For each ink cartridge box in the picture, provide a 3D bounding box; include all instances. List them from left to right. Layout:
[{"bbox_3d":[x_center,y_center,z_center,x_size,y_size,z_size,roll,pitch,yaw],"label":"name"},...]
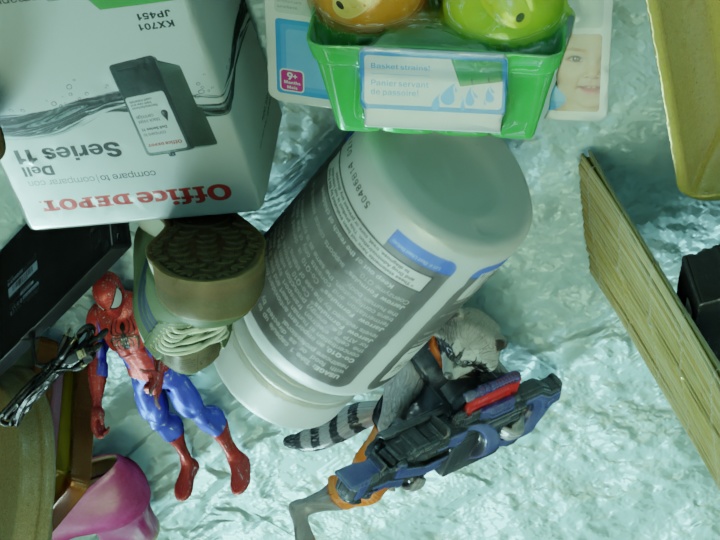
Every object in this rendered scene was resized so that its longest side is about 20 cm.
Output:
[{"bbox_3d":[-0.136,-0.122,1.146,0.145,0.084,0.201,-5,135,15],"label":"ink cartridge box"}]

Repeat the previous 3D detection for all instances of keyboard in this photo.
[{"bbox_3d":[-0.193,0.028,1.282,0.020,0.128,0.200,15,141,-34],"label":"keyboard"}]

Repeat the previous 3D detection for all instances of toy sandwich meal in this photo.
[{"bbox_3d":[-0.212,0.150,1.357,0.070,0.207,0.205,10,139,-28],"label":"toy sandwich meal"}]

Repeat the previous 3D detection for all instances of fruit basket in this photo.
[{"bbox_3d":[0.038,-0.161,1.075,0.183,0.094,0.201,4,133,5],"label":"fruit basket"}]

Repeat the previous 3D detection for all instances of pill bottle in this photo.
[{"bbox_3d":[0.000,0.000,1.228,0.113,0.114,0.200,27,133,-18],"label":"pill bottle"}]

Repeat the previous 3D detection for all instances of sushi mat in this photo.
[{"bbox_3d":[0.164,0.029,1.183,0.012,0.201,0.096,-19,136,-6],"label":"sushi mat"}]

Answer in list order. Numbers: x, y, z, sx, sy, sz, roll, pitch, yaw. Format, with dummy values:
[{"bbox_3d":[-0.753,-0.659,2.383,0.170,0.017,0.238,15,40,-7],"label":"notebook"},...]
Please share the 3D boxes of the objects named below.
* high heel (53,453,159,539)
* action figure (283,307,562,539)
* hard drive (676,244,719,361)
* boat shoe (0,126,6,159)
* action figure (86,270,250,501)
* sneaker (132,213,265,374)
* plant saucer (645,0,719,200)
[{"bbox_3d":[-0.239,0.167,1.463,0.198,0.068,0.096,-5,142,8],"label":"high heel"},{"bbox_3d":[0.018,0.092,1.313,0.105,0.199,0.194,53,126,18],"label":"action figure"},{"bbox_3d":[0.272,0.012,1.190,0.198,0.038,0.140,-13,152,-2],"label":"hard drive"},{"bbox_3d":[-0.276,-0.109,1.126,0.200,0.076,0.072,41,154,13],"label":"boat shoe"},{"bbox_3d":[-0.130,0.090,1.356,0.065,0.099,0.201,-9,131,16],"label":"action figure"},{"bbox_3d":[-0.090,0.017,1.192,0.066,0.200,0.091,-5,107,-12],"label":"sneaker"},{"bbox_3d":[0.251,-0.131,1.102,0.198,0.049,0.201,-4,135,14],"label":"plant saucer"}]
